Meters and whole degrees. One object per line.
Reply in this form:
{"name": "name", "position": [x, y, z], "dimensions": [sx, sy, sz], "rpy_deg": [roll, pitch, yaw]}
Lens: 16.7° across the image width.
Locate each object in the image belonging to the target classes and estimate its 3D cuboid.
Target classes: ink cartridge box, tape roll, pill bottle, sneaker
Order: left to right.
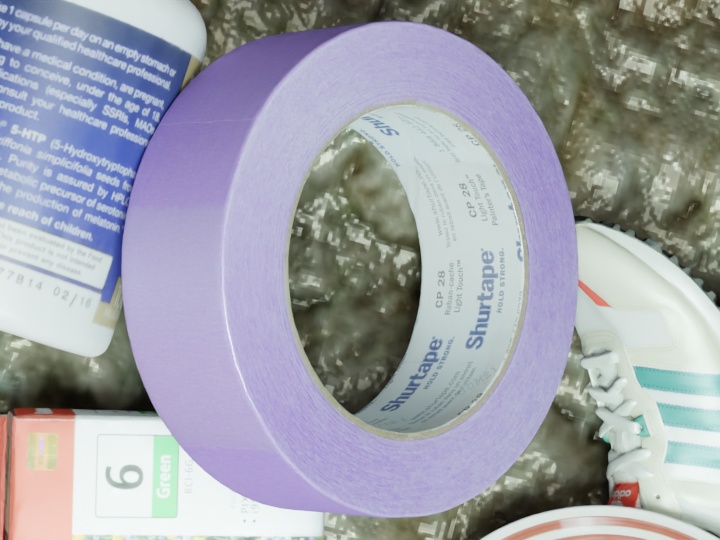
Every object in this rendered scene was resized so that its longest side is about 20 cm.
{"name": "pill bottle", "position": [-0.130, -0.076, 1.001], "dimensions": [0.119, 0.120, 0.200], "rpy_deg": [19, 87, -10]}
{"name": "ink cartridge box", "position": [-0.116, 0.114, 1.038], "dimensions": [0.200, 0.050, 0.109], "rpy_deg": [2, 90, -11]}
{"name": "tape roll", "position": [0.000, 0.000, 1.003], "dimensions": [0.200, 0.066, 0.201], "rpy_deg": [0, 90, -43]}
{"name": "sneaker", "position": [0.133, 0.070, 1.072], "dimensions": [0.093, 0.070, 0.200], "rpy_deg": [-42, 99, -14]}

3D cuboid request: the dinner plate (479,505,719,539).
{"name": "dinner plate", "position": [0.109, 0.200, 1.065], "dimensions": [0.200, 0.024, 0.201], "rpy_deg": [1, 94, 15]}
